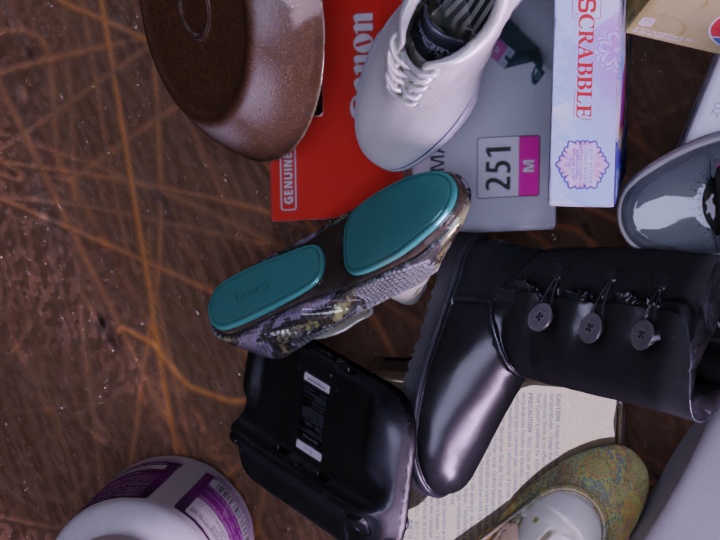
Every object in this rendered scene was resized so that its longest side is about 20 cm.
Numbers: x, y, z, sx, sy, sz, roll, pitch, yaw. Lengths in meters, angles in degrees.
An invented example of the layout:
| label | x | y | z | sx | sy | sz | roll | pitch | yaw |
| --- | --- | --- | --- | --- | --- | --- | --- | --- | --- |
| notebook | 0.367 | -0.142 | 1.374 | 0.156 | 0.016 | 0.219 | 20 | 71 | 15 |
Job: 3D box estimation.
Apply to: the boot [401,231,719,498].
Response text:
| label | x | y | z | sx | sy | sz | roll | pitch | yaw |
| --- | --- | --- | --- | --- | --- | --- | --- | --- | --- |
| boot | 0.125 | 0.065 | 1.571 | 0.199 | 0.066 | 0.166 | 8 | 87 | 37 |

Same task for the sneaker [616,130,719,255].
| label | x | y | z | sx | sy | sz | roll | pitch | yaw |
| --- | --- | --- | --- | --- | --- | --- | --- | --- | --- |
| sneaker | 0.240 | -0.039 | 1.506 | 0.199 | 0.121 | 0.084 | -12 | 96 | 10 |

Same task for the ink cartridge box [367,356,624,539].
| label | x | y | z | sx | sy | sz | roll | pitch | yaw |
| --- | --- | --- | --- | --- | --- | --- | --- | --- | --- |
| ink cartridge box | 0.084 | 0.158 | 1.700 | 0.164 | 0.075 | 0.201 | 2 | 97 | 6 |

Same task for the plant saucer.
| label | x | y | z | sx | sy | sz | roll | pitch | yaw |
| --- | --- | --- | --- | --- | --- | --- | --- | --- | --- |
| plant saucer | -0.088 | -0.162 | 1.629 | 0.037 | 0.200 | 0.201 | -12 | 97 | -29 |

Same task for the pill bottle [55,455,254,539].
| label | x | y | z | sx | sy | sz | roll | pitch | yaw |
| --- | --- | --- | --- | --- | --- | --- | --- | --- | --- |
| pill bottle | -0.135 | 0.188 | 1.670 | 0.112 | 0.200 | 0.113 | 1 | 98 | 8 |

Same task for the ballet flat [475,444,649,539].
| label | x | y | z | sx | sy | sz | roll | pitch | yaw |
| --- | --- | --- | --- | --- | --- | --- | --- | --- | --- |
| ballet flat | 0.094 | 0.182 | 1.631 | 0.200 | 0.071 | 0.071 | -37 | 91 | 10 |

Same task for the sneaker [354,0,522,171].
| label | x | y | z | sx | sy | sz | roll | pitch | yaw |
| --- | --- | --- | --- | --- | --- | --- | --- | --- | --- |
| sneaker | 0.039 | -0.130 | 1.540 | 0.073 | 0.071 | 0.200 | 38 | 129 | 12 |

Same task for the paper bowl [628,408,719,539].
| label | x | y | z | sx | sy | sz | roll | pitch | yaw |
| --- | --- | --- | --- | --- | --- | --- | --- | --- | --- |
| paper bowl | 0.229 | 0.154 | 1.615 | 0.104 | 0.201 | 0.201 | 30 | 100 | 2 |

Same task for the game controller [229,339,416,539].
| label | x | y | z | sx | sy | sz | roll | pitch | yaw |
| --- | --- | --- | --- | --- | --- | --- | --- | --- | --- |
| game controller | -0.022 | 0.102 | 1.659 | 0.042 | 0.200 | 0.105 | 10 | 99 | -32 |

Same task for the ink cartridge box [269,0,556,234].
| label | x | y | z | sx | sy | sz | roll | pitch | yaw |
| --- | --- | --- | --- | --- | --- | --- | --- | --- | --- |
| ink cartridge box | 0.032 | -0.120 | 1.622 | 0.173 | 0.044 | 0.201 | -4 | 111 | -8 |

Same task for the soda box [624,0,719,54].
| label | x | y | z | sx | sy | sz | roll | pitch | yaw |
| --- | --- | --- | --- | --- | --- | --- | --- | --- | --- |
| soda box | 0.253 | -0.153 | 1.502 | 0.199 | 0.068 | 0.064 | 12 | 65 | -12 |

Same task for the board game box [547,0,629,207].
| label | x | y | z | sx | sy | sz | roll | pitch | yaw |
| --- | --- | --- | --- | --- | --- | --- | --- | --- | --- |
| board game box | 0.139 | -0.147 | 1.589 | 0.041 | 0.200 | 0.201 | 2 | 98 | 7 |

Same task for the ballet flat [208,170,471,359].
| label | x | y | z | sx | sy | sz | roll | pitch | yaw |
| --- | --- | --- | --- | --- | --- | --- | --- | --- | --- |
| ballet flat | 0.000 | 0.000 | 1.631 | 0.200 | 0.072 | 0.072 | -26 | 94 | 30 |

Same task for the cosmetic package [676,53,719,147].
| label | x | y | z | sx | sy | sz | roll | pitch | yaw |
| --- | --- | --- | --- | --- | --- | --- | --- | --- | --- |
| cosmetic package | 0.287 | -0.044 | 1.623 | 0.199 | 0.123 | 0.200 | 21 | 100 | 3 |
